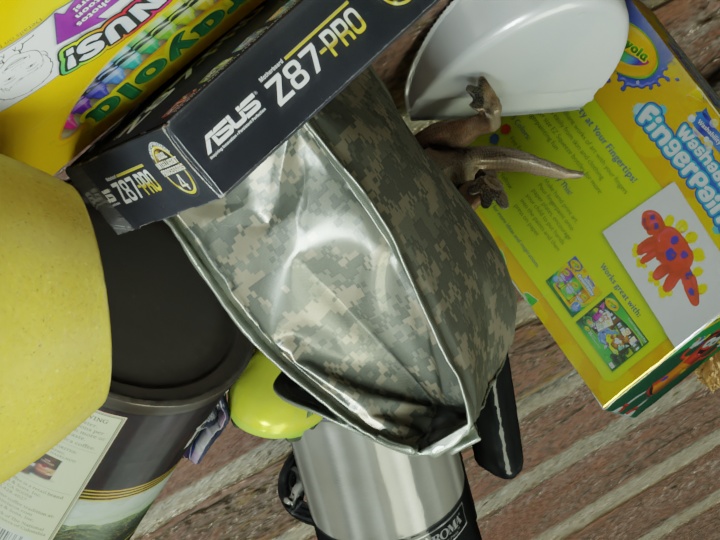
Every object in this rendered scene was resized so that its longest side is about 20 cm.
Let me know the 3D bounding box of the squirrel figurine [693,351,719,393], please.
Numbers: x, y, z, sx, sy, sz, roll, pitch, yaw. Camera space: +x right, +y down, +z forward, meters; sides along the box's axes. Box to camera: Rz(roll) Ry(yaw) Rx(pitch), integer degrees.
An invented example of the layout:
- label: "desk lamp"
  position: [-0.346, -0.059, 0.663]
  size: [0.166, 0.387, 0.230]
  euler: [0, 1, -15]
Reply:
- label: "squirrel figurine"
  position: [0.233, -0.017, 1.857]
  size: [0.141, 0.200, 0.186]
  euler: [-40, 172, 33]

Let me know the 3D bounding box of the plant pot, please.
- label: "plant pot"
  position: [-0.191, 0.020, 1.240]
  size: [0.141, 0.201, 0.200]
  euler: [-9, 151, -17]

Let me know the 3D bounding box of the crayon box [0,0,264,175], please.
- label: "crayon box"
  position: [-0.118, -0.137, 1.257]
  size: [0.200, 0.058, 0.172]
  euler: [-39, 159, 8]

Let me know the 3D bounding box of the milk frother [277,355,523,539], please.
- label: "milk frother"
  position: [-0.005, 0.115, 1.899]
  size: [0.181, 0.199, 0.189]
  euler: [-48, 135, -43]

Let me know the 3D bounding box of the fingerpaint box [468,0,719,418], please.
- label: "fingerpaint box"
  position: [0.166, -0.039, 1.709]
  size: [0.167, 0.200, 0.073]
  euler: [-40, 160, 12]

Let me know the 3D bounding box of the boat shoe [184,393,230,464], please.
- label: "boat shoe"
  position: [-0.101, 0.039, 1.617]
  size: [0.074, 0.093, 0.200]
  euler: [-23, 156, -30]

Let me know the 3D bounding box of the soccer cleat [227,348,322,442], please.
- label: "soccer cleat"
  position: [-0.027, 0.032, 1.698]
  size: [0.200, 0.064, 0.084]
  euler: [-50, 157, -53]

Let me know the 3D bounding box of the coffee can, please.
- label: "coffee can"
  position: [-0.160, 0.069, 1.517]
  size: [0.146, 0.147, 0.200]
  euler: [-17, 153, -39]

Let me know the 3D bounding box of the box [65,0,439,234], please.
- label: "box"
  position: [-0.035, -0.103, 1.319]
  size: [0.200, 0.049, 0.161]
  euler: [-44, -170, -19]

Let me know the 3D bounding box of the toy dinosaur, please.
- label: "toy dinosaur"
  position: [0.023, -0.040, 1.615]
  size: [0.199, 0.086, 0.136]
  euler: [-20, 166, -21]

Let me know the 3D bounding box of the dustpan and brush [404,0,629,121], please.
- label: "dustpan and brush"
  position: [0.114, -0.166, 1.581]
  size: [0.139, 0.057, 0.200]
  euler: [-6, 153, -32]

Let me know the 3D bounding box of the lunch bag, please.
- label: "lunch bag"
  position: [0.000, 0.000, 1.465]
  size: [0.117, 0.200, 0.164]
  euler: [-35, -173, 18]
